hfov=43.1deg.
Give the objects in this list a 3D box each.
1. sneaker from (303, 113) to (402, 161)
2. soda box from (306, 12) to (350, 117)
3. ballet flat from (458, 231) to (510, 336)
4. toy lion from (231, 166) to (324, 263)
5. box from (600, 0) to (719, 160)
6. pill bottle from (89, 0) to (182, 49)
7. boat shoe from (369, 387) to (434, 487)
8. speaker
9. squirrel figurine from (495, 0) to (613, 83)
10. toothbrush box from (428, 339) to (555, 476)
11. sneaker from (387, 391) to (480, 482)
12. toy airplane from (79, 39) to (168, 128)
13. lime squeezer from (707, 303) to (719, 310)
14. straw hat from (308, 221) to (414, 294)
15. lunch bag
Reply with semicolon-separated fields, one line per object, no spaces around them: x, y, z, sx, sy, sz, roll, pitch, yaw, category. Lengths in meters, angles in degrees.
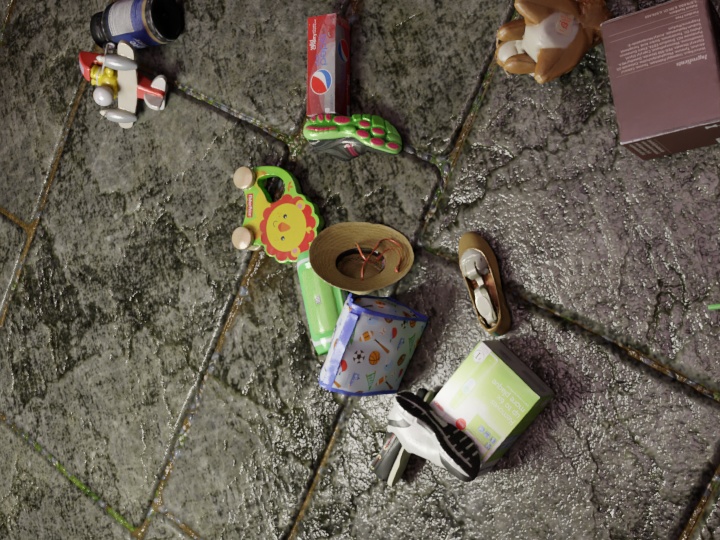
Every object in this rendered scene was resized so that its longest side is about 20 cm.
-0.011;-0.257;1.783;0.199;0.084;0.077;12;61;16;sneaker
-0.063;-0.404;1.818;0.070;0.063;0.201;-1;87;29;soda box
0.219;0.020;1.633;0.068;0.063;0.201;-27;75;26;ballet flat
-0.166;-0.115;1.871;0.191;0.069;0.201;-1;87;23;toy lion
0.490;-0.299;1.431;0.163;0.166;0.201;-11;81;28;box
-0.511;-0.558;2.059;0.199;0.112;0.113;-2;87;31;pill bottle
0.076;0.303;1.697;0.063;0.074;0.202;30;106;21;boat shoe
-0.068;0.060;1.787;0.088;0.088;0.201;-18;79;28;speaker
0.324;-0.393;1.546;0.199;0.187;0.142;-24;92;-10;squirrel figurine
0.219;0.243;1.610;0.146;0.086;0.200;45;111;24;toothbrush box
0.126;0.300;1.584;0.200;0.073;0.080;42;124;31;sneaker
-0.528;-0.406;2.020;0.198;0.141;0.201;-1;130;41;toy airplane
0.633;0.011;1.407;0.200;0.038;0.071;-49;66;20;lime squeezer
0.000;0.000;1.736;0.201;0.201;0.085;35;144;27;straw hat
0.009;0.135;1.671;0.123;0.200;0.171;26;101;28;lunch bag
